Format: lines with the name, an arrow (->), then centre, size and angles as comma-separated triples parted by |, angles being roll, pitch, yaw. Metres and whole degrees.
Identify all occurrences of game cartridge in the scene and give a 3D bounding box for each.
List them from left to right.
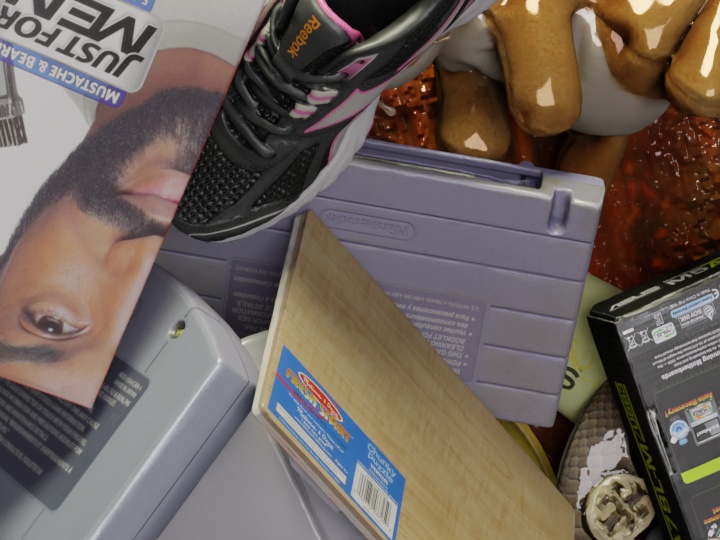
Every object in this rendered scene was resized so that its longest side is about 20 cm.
game cartridge -> -0.120, 0.055, 1.038 | 0.133, 0.200, 0.042 | -50, 123, -8
game cartridge -> 0.000, 0.000, 1.098 | 0.199, 0.038, 0.130 | 10, 127, 1

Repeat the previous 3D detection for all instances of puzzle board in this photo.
puzzle board -> 0.025, 0.085, 1.040 | 0.017, 0.151, 0.200 | -32, 113, 24

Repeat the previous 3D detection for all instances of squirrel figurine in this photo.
squirrel figurine -> 0.060, -0.144, 1.108 | 0.186, 0.142, 0.201 | 13, 73, -18

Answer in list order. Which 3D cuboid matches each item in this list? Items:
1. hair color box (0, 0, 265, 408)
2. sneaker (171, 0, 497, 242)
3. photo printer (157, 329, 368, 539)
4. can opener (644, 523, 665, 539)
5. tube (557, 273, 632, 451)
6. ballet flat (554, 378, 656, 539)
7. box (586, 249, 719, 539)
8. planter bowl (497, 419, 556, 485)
hair color box -> -0.124, -0.059, 0.975 | 0.111, 0.064, 0.200 | 21, 94, -31
sneaker -> -0.019, -0.094, 0.997 | 0.080, 0.086, 0.200 | 44, 105, 7
photo printer -> -0.052, 0.149, 1.061 | 0.166, 0.069, 0.200 | -32, 79, 31
can opener -> 0.213, 0.079, 1.206 | 0.200, 0.053, 0.066 | -43, 68, -10
tube -> 0.069, 0.012, 1.160 | 0.200, 0.052, 0.058 | 32, 126, -22
ballet flat -> 0.163, 0.054, 1.174 | 0.200, 0.046, 0.067 | -51, 126, -13
box -> 0.228, 0.071, 1.152 | 0.200, 0.048, 0.194 | -24, 102, -12
planter bowl -> 0.015, 0.139, 1.134 | 0.200, 0.083, 0.201 | -1, 94, -15
